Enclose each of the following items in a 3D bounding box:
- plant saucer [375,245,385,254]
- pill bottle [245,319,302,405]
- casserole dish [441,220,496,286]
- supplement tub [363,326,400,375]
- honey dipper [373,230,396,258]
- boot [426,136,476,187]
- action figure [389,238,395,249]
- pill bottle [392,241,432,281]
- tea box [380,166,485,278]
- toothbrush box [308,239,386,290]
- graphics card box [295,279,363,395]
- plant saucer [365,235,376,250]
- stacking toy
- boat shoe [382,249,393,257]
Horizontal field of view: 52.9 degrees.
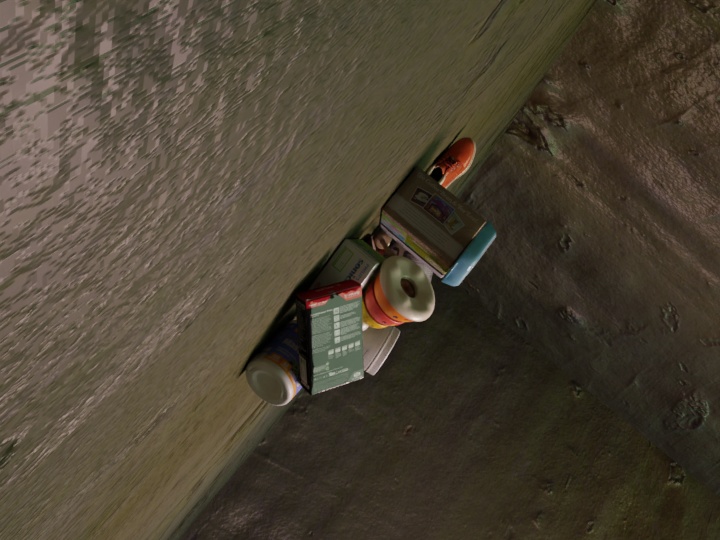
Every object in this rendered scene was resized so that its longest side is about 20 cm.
[{"bbox_3d":[0.000,0.000,1.893,0.201,0.037,0.200,-52,176,-5],"label":"plant saucer"},{"bbox_3d":[-0.135,0.171,1.477,0.200,0.112,0.112,-47,173,-45],"label":"pill bottle"},{"bbox_3d":[0.249,-0.034,1.626,0.200,0.039,0.121,-47,173,-47],"label":"casserole dish"},{"bbox_3d":[-0.020,0.143,1.729,0.133,0.199,0.132,-58,180,0],"label":"supplement tub"},{"bbox_3d":[0.060,-0.055,1.684,0.038,0.038,0.200,-52,-166,8],"label":"honey dipper"},{"bbox_3d":[0.231,-0.272,1.880,0.200,0.075,0.107,-51,170,-2],"label":"boot"},{"bbox_3d":[0.072,-0.043,2.064,0.200,0.069,0.130,-51,180,23],"label":"action figure"},{"bbox_3d":[0.129,-0.011,1.822,0.114,0.113,0.202,-24,127,-79],"label":"pill bottle"},{"bbox_3d":[0.160,-0.106,1.665,0.134,0.200,0.197,-50,173,-7],"label":"tea box"},{"bbox_3d":[-0.025,0.016,1.512,0.146,0.086,0.200,-53,175,8],"label":"toothbrush box"},{"bbox_3d":[-0.057,0.127,1.386,0.124,0.051,0.202,-15,114,-29],"label":"graphics card box"},{"bbox_3d":[0.033,0.019,1.717,0.034,0.203,0.200,-12,177,5],"label":"plant saucer"},{"bbox_3d":[0.046,0.074,1.517,0.200,0.146,0.146,-38,-175,39],"label":"stacking toy"},{"bbox_3d":[0.104,-0.035,1.931,0.201,0.074,0.065,-24,139,-48],"label":"boat shoe"}]
